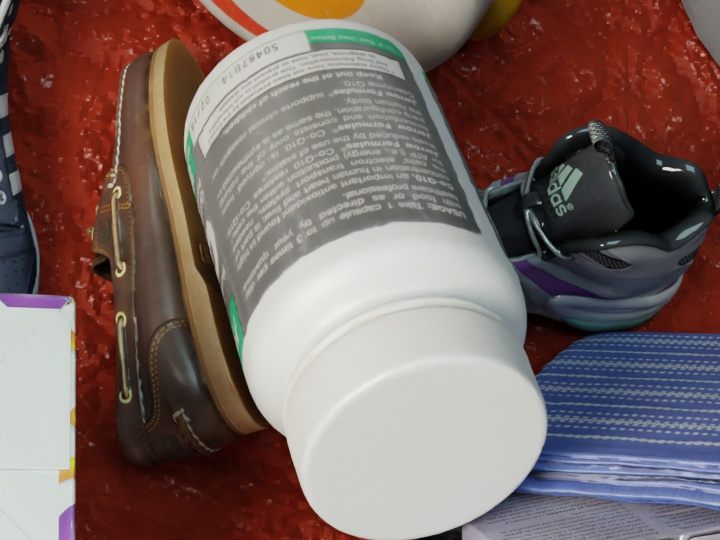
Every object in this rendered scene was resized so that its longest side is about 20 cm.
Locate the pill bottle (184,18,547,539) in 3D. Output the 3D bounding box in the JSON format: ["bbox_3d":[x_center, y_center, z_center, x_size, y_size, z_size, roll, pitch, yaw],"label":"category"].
[{"bbox_3d":[0.000,0.000,0.752,0.112,0.114,0.201,-2,41,-17],"label":"pill bottle"}]

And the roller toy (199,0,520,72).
[{"bbox_3d":[0.001,-0.195,0.898,0.199,0.183,0.140,32,59,1],"label":"roller toy"}]

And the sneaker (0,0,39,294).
[{"bbox_3d":[-0.176,-0.067,0.826,0.069,0.109,0.202,-4,66,-17],"label":"sneaker"}]

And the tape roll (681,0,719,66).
[{"bbox_3d":[0.271,-0.175,1.034,0.198,0.066,0.202,6,64,-12],"label":"tape roll"}]

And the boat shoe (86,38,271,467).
[{"bbox_3d":[-0.091,-0.010,0.848,0.070,0.070,0.202,-21,58,19],"label":"boat shoe"}]

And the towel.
[{"bbox_3d":[0.135,0.061,0.804,0.143,0.024,0.200,2,13,23],"label":"towel"}]

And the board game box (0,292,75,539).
[{"bbox_3d":[-0.165,0.095,0.696,0.104,0.200,0.104,3,63,-14],"label":"board game box"}]

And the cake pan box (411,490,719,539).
[{"bbox_3d":[0.109,0.098,0.794,0.198,0.184,0.053,-7,103,-20],"label":"cake pan box"}]

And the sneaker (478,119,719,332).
[{"bbox_3d":[0.073,-0.026,0.859,0.198,0.140,0.078,-6,66,-19],"label":"sneaker"}]
